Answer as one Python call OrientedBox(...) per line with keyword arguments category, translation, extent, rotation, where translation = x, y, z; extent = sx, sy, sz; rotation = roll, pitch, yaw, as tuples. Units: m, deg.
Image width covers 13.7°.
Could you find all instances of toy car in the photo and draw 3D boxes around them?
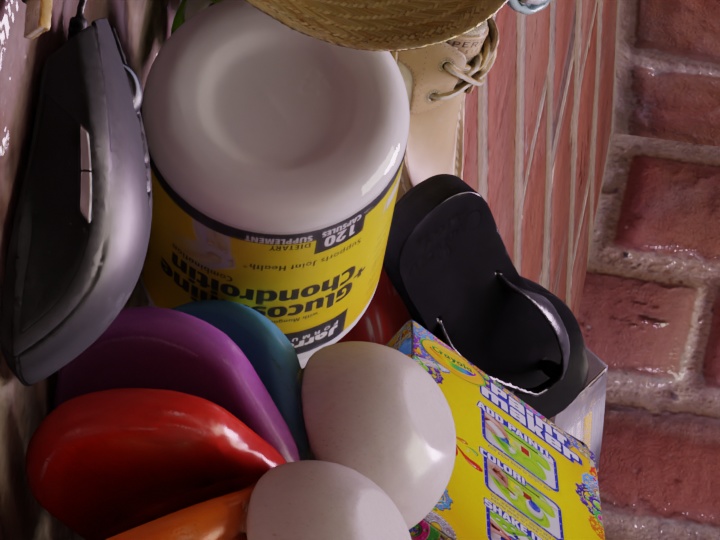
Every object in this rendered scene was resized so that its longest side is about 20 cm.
OrientedBox(category="toy car", translation=(-0.069, 0.088, 1.219), extent=(0.150, 0.174, 0.200), rotation=(54, 28, -19))

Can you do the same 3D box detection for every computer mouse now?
OrientedBox(category="computer mouse", translation=(-0.101, -0.060, 1.133), extent=(0.140, 0.046, 0.201), rotation=(69, 30, -75))

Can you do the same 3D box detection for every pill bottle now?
OrientedBox(category="pill bottle", translation=(-0.042, -0.026, 1.305), extent=(0.200, 0.111, 0.113), rotation=(100, 2, -64))

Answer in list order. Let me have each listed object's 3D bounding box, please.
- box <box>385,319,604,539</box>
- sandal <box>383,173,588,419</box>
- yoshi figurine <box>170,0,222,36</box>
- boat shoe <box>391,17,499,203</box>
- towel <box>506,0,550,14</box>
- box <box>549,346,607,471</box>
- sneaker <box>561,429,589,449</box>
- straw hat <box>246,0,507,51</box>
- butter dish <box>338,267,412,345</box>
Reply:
OrientedBox(category="box", translation=(0.007, 0.165, 1.399), extent=(0.200, 0.122, 0.193), rotation=(-50, -165, 20))
OrientedBox(category="sandal", translation=(0.064, 0.028, 1.475), extent=(0.076, 0.043, 0.200), rotation=(-47, 143, -4))
OrientedBox(category="yoshi figurine", translation=(-0.033, -0.182, 1.330), extent=(0.112, 0.112, 0.201), rotation=(48, 51, -58))
OrientedBox(category="boat shoe", translation=(0.029, -0.107, 1.419), extent=(0.072, 0.065, 0.201), rotation=(-32, 120, -52))
OrientedBox(category="towel", translation=(0.047, -0.241, 1.628), extent=(0.172, 0.048, 0.200), rotation=(53, -7, 19))
OrientedBox(category="box", translation=(0.063, 0.044, 1.847), extent=(0.048, 0.200, 0.159), rotation=(-42, 158, -18))
OrientedBox(category="sneaker", translation=(0.059, 0.113, 1.587), extent=(0.200, 0.073, 0.082), rotation=(0, 112, -65))
OrientedBox(category="straw hat", translation=(-0.029, -0.166, 1.229), extent=(0.085, 0.200, 0.202), rotation=(-37, -144, 57))
OrientedBox(category="butter dish", translation=(0.000, 0.000, 1.530), extent=(0.201, 0.147, 0.200), rotation=(-74, 169, -45))
